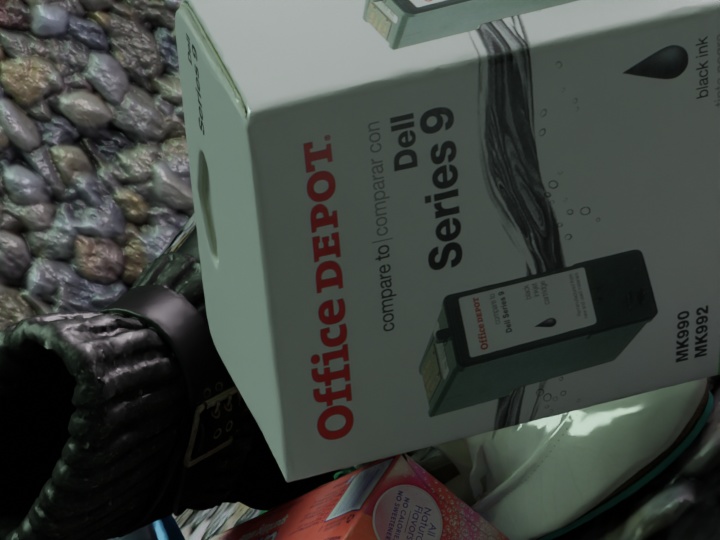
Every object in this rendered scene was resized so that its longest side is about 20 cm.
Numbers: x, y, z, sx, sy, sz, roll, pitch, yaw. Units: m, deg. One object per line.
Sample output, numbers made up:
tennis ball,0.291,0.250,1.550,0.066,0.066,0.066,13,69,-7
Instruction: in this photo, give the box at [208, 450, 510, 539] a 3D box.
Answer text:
box,-0.014,0.146,0.962,0.103,0.095,0.200,-54,9,-25

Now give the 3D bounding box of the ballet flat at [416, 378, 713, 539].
ballet flat,0.051,0.074,1.040,0.200,0.069,0.070,-39,14,50

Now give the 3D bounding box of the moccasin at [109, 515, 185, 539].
moccasin,-0.086,0.171,1.142,0.068,0.081,0.200,-28,33,0

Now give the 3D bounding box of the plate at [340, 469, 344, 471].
plate,0.000,0.000,1.169,0.200,0.026,0.201,-29,-42,-30

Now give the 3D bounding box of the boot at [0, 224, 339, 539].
boot,-0.059,0.006,0.975,0.158,0.079,0.212,-4,-65,-45

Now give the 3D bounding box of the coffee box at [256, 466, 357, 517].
coffee box,-0.058,0.174,1.236,0.200,0.044,0.123,-51,10,-2

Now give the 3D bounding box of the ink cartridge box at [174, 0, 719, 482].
ink cartridge box,0.051,-0.030,0.887,0.199,0.146,0.084,-14,36,-12
